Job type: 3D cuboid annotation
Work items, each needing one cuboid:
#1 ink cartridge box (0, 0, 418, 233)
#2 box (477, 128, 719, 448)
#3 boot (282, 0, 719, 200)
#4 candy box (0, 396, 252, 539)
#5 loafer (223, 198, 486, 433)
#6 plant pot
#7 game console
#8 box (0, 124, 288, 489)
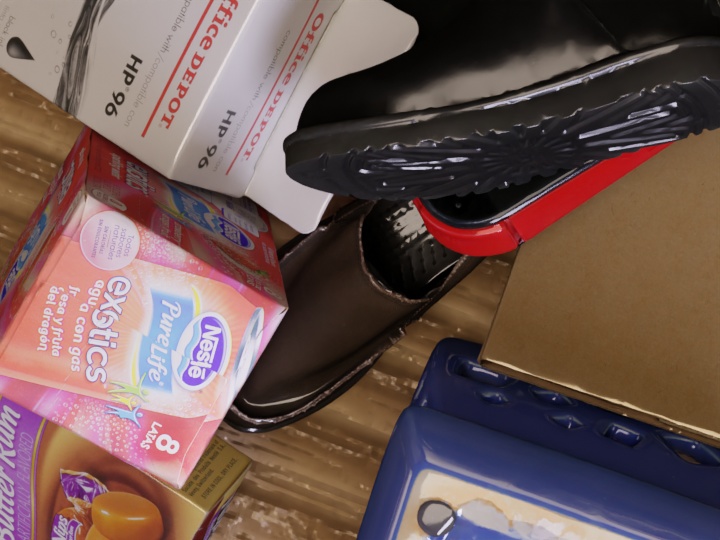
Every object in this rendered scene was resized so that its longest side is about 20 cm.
[{"bbox_3d":[-0.085,-0.113,1.208,0.200,0.068,0.116,33,100,28],"label":"ink cartridge box"},{"bbox_3d":[0.161,-0.025,1.200,0.163,0.021,0.201,18,78,7],"label":"box"},{"bbox_3d":[0.061,-0.122,1.145,0.210,0.079,0.158,-12,71,8],"label":"boot"},{"bbox_3d":[-0.164,0.086,1.258,0.200,0.056,0.117,33,125,7],"label":"candy box"},{"bbox_3d":[0.000,0.000,1.236,0.200,0.071,0.073,-43,87,9],"label":"loafer"},{"bbox_3d":[0.083,0.157,1.182,0.199,0.180,0.201,19,98,8],"label":"plant pot"},{"bbox_3d":[0.071,-0.123,1.202,0.176,0.031,0.200,-32,66,5],"label":"game console"},{"bbox_3d":[-0.100,0.008,1.181,0.102,0.200,0.095,29,99,-11],"label":"box"}]
